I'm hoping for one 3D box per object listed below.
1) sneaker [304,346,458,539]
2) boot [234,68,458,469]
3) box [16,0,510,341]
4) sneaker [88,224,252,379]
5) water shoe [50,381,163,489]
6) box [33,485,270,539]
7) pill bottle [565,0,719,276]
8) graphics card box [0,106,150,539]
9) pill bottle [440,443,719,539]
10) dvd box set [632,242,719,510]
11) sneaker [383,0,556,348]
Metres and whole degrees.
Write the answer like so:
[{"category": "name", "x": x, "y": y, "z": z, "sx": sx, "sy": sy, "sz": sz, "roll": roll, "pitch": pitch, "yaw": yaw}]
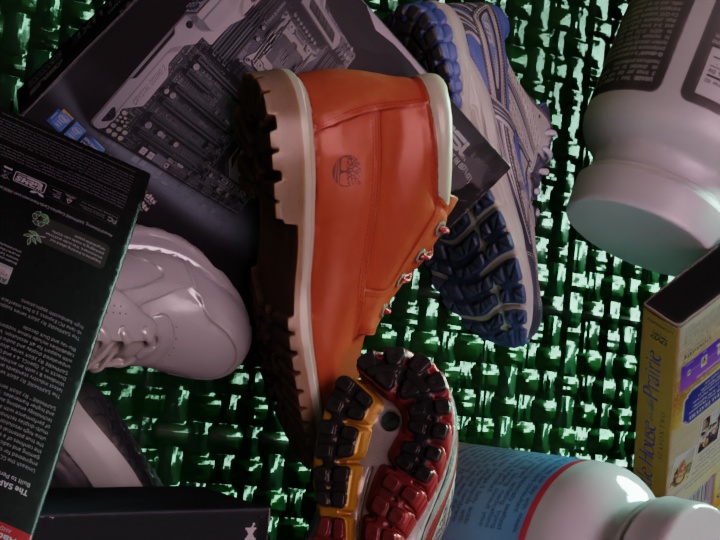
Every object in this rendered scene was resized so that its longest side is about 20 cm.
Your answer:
[{"category": "sneaker", "x": 0.005, "y": 0.141, "z": 0.763, "sx": 0.202, "sy": 0.077, "sz": 0.082, "roll": -69, "pitch": 161, "yaw": -7}, {"category": "boot", "x": 0.000, "y": 0.000, "z": 0.785, "sx": 0.106, "sy": 0.075, "sz": 0.203, "roll": -9, "pitch": 115, "yaw": -22}, {"category": "box", "x": -0.046, "y": -0.070, "z": 0.811, "sx": 0.158, "sy": 0.050, "sz": 0.200, "roll": -43, "pitch": 114, "yaw": 4}, {"category": "sneaker", "x": -0.141, "y": 0.024, "z": 0.751, "sx": 0.198, "sy": 0.078, "sz": 0.100, "roll": 20, "pitch": 41, "yaw": -24}, {"category": "water shoe", "x": -0.120, "y": 0.148, "z": 0.801, "sx": 0.078, "sy": 0.072, "sz": 0.202, "roll": -28, "pitch": 108, "yaw": -2}, {"category": "box", "x": -0.144, "y": 0.167, "z": 0.691, "sx": 0.198, "sy": 0.079, "sz": 0.143, "roll": 4, "pitch": 92, "yaw": -31}, {"category": "pill bottle", "x": 0.200, "y": -0.108, "z": 0.971, "sx": 0.115, "sy": 0.115, "sz": 0.202, "roll": 32, "pitch": 73, "yaw": -29}, {"category": "graphics card box", "x": -0.169, "y": 0.021, "z": 0.648, "sx": 0.124, "sy": 0.051, "sz": 0.202, "roll": 22, "pitch": 52, "yaw": -14}, {"category": "pill bottle", "x": 0.084, "y": 0.148, "z": 0.825, "sx": 0.108, "sy": 0.198, "sz": 0.110, "roll": -2, "pitch": 93, "yaw": -47}, {"category": "dvd box set", "x": 0.219, "y": 0.064, "z": 0.973, "sx": 0.146, "sy": 0.029, "sz": 0.202, "roll": -34, "pitch": 138, "yaw": -28}, {"category": "sneaker", "x": 0.079, "y": -0.058, "z": 0.917, "sx": 0.085, "sy": 0.077, "sz": 0.203, "roll": -21, "pitch": 101, "yaw": -35}]
